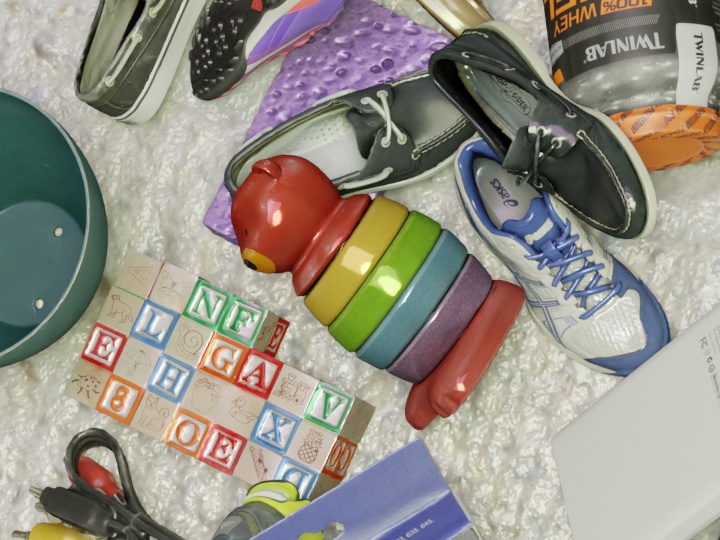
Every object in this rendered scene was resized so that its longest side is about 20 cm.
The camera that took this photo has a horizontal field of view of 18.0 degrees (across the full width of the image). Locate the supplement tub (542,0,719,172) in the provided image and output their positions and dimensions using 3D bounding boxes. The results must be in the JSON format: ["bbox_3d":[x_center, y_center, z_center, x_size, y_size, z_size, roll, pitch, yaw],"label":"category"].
[{"bbox_3d":[0.185,-0.174,1.539,0.122,0.123,0.201,-10,76,13],"label":"supplement tub"}]

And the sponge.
[{"bbox_3d":[-0.021,-0.096,1.630,0.111,0.030,0.201,25,85,18],"label":"sponge"}]

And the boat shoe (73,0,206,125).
[{"bbox_3d":[-0.153,-0.208,1.662,0.070,0.064,0.201,11,81,44],"label":"boat shoe"}]

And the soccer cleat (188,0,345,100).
[{"bbox_3d":[-0.055,-0.180,1.613,0.200,0.073,0.069,-44,50,44],"label":"soccer cleat"}]

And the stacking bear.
[{"bbox_3d":[0.000,0.000,1.525,0.200,0.121,0.114,36,74,-4],"label":"stacking bear"}]

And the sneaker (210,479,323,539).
[{"bbox_3d":[-0.058,0.246,1.520,0.074,0.081,0.201,-14,94,36],"label":"sneaker"}]

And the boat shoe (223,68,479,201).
[{"bbox_3d":[0.000,-0.089,1.575,0.199,0.060,0.076,-28,74,7],"label":"boat shoe"}]

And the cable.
[{"bbox_3d":[-0.158,0.175,1.579,0.199,0.050,0.097,20,73,36],"label":"cable"}]

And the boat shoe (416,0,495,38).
[{"bbox_3d":[0.044,-0.239,1.619,0.063,0.073,0.200,-38,71,8],"label":"boat shoe"}]

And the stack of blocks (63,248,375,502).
[{"bbox_3d":[-0.093,0.078,1.598,0.199,0.059,0.116,24,87,19],"label":"stack of blocks"}]

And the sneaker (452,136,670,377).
[{"bbox_3d":[0.127,-0.008,1.540,0.075,0.088,0.200,-44,72,1],"label":"sneaker"}]

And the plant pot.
[{"bbox_3d":[-0.261,-0.018,1.625,0.199,0.135,0.201,-3,78,15],"label":"plant pot"}]

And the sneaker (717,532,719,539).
[{"bbox_3d":[0.295,0.134,1.455,0.086,0.080,0.201,28,74,11],"label":"sneaker"}]

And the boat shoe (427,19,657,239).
[{"bbox_3d":[0.113,-0.088,1.489,0.066,0.075,0.200,-16,58,-33],"label":"boat shoe"}]

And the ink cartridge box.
[{"bbox_3d":[0.006,0.241,1.471,0.197,0.047,0.201,-32,114,-1],"label":"ink cartridge box"}]

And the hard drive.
[{"bbox_3d":[0.209,0.104,1.456,0.200,0.027,0.132,-42,37,28],"label":"hard drive"}]
